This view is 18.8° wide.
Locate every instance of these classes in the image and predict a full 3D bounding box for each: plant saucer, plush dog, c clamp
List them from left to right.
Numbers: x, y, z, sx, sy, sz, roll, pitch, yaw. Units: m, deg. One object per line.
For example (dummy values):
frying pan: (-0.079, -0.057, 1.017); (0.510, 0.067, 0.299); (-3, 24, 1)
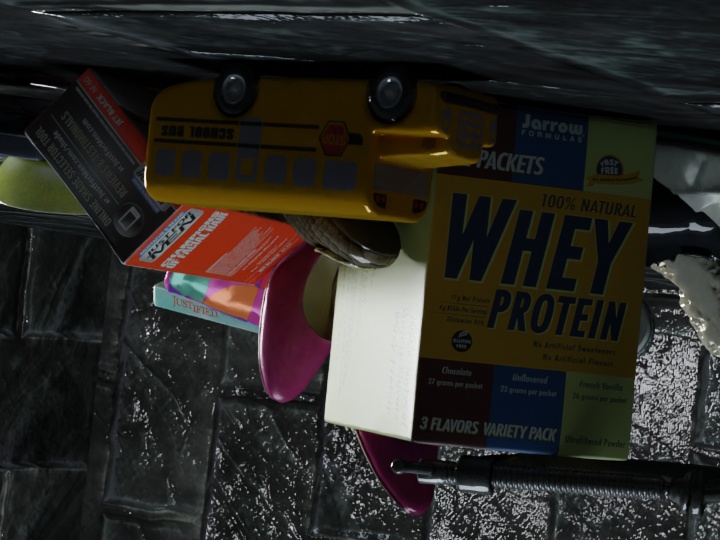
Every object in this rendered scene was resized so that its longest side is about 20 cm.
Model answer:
plant saucer: (-0.171, -0.076, 1.580); (0.199, 0.031, 0.200); (-1, -165, 0)
c clamp: (0.130, 0.122, 1.252); (0.199, 0.027, 0.171); (3, 178, 12)
plush dog: (0.336, 0.011, 1.803); (0.199, 0.161, 0.172); (8, -155, 18)

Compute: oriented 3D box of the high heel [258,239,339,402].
high heel: (0.000, 0.000, 1.473); (0.096, 0.201, 0.067); (11, 161, 41)

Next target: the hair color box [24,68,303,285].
hair color box: (-0.117, -0.056, 1.391); (0.111, 0.064, 0.200); (51, -166, 16)

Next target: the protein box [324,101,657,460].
protein box: (0.074, 0.006, 1.325); (0.134, 0.200, 0.200); (6, 178, -15)

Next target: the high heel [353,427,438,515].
high heel: (0.043, 0.064, 1.452); (0.096, 0.201, 0.067); (-33, 138, 24)

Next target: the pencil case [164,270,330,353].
pencil case: (-0.040, 0.006, 1.578); (0.199, 0.089, 0.088); (18, 177, -4)

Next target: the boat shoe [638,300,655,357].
boat shoe: (0.130, -0.007, 1.532); (0.200, 0.073, 0.062); (44, -170, 22)

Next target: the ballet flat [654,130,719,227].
ballet flat: (0.253, -0.042, 1.310); (0.199, 0.064, 0.067); (7, 178, -6)

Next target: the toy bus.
toy bus: (-0.024, -0.070, 1.199); (0.199, 0.079, 0.065); (5, 178, 36)

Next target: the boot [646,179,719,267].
boot: (0.243, -0.032, 1.453); (0.167, 0.077, 0.200); (3, -176, 3)

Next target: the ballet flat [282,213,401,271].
ballet flat: (-0.039, -0.045, 1.305); (0.067, 0.047, 0.200); (20, -164, -41)

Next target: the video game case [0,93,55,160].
video game case: (-0.287, -0.103, 1.421); (0.199, 0.019, 0.143); (7, -167, 5)

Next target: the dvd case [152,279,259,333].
dvd case: (-0.047, 0.001, 1.722); (0.145, 0.022, 0.200); (13, -155, 33)
